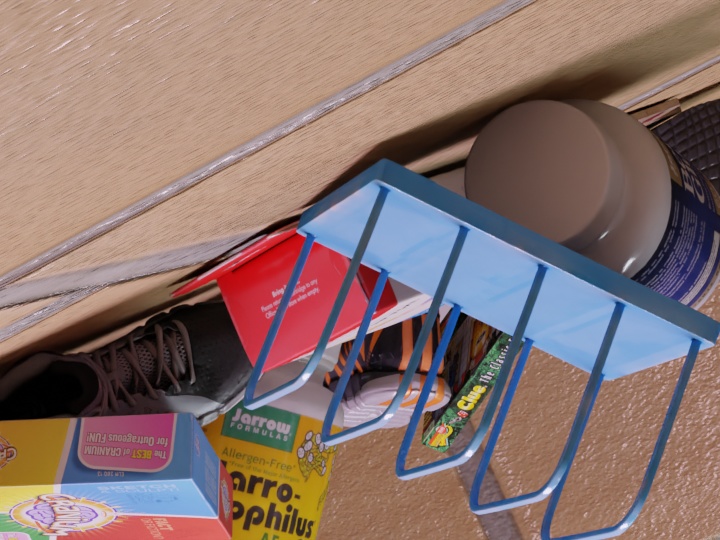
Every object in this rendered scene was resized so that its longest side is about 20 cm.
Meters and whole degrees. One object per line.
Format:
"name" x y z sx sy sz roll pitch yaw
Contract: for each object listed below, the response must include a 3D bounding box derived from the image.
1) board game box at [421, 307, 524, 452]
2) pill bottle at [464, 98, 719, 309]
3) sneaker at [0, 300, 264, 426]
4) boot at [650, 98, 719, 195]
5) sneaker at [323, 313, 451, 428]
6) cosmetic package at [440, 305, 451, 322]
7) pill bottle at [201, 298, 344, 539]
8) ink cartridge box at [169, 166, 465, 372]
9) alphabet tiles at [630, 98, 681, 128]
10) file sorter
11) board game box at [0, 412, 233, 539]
"board game box" 0.092 0.026 1.716 0.200 0.023 0.105 122 -15 -46
"pill bottle" 0.129 -0.033 1.430 0.111 0.111 0.200 -26 162 16
"sneaker" -0.141 0.068 1.533 0.200 0.075 0.116 -23 173 -9
"boot" 0.204 -0.068 1.793 0.200 0.070 0.132 -13 177 -8
"sneaker" 0.009 0.048 1.781 0.077 0.112 0.200 8 166 -27
"cosmetic package" 0.081 0.010 1.926 0.200 0.081 0.113 -25 176 20
"pill bottle" -0.074 0.124 1.663 0.113 0.200 0.113 14 173 2
"ink cartridge box" 0.000 0.000 1.510 0.200 0.067 0.116 -19 173 -43
"alphabet tiles" 0.122 -0.068 1.748 0.167 0.008 0.200 -20 173 -38
"file sorter" 0.057 0.050 1.345 0.123 0.200 0.139 -69 -167 -16
"board game box" -0.184 0.126 1.509 0.200 0.040 0.153 -3 161 6
